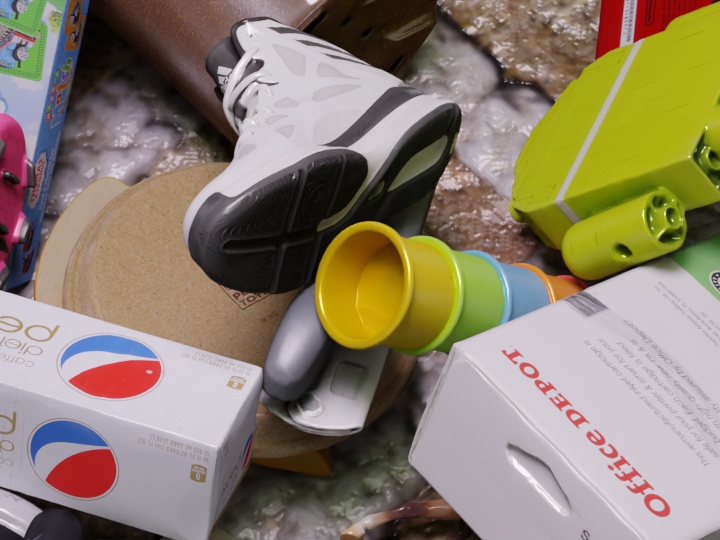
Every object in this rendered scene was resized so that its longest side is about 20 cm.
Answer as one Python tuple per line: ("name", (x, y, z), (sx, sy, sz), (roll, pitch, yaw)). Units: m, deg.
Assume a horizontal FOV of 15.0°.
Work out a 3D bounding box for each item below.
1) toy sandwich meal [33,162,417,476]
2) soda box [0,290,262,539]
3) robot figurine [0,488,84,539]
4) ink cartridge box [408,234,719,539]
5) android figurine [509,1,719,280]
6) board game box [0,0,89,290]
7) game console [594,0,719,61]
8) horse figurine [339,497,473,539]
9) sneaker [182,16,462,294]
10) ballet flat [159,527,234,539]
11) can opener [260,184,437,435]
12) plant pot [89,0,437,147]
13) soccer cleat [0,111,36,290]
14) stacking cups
("toy sandwich meal", (-0.069, 0.028, 1.406), (0.204, 0.070, 0.206), (6, 52, -7))
("soda box", (-0.151, 0.061, 1.291), (0.199, 0.064, 0.068), (15, 36, 10))
("robot figurine", (-0.194, 0.183, 1.248), (0.149, 0.126, 0.200), (-4, 25, 13))
("ink cartridge box", (0.143, 0.081, 1.307), (0.199, 0.085, 0.146), (-20, 55, -40))
("android figurine", (0.151, -0.071, 1.392), (0.041, 0.199, 0.183), (45, 51, -21))
("board game box", (-0.225, -0.108, 1.435), (0.150, 0.201, 0.037), (18, 18, 14))
("game console", (0.230, -0.122, 1.516), (0.171, 0.119, 0.201), (-14, 51, 31))
("horse figurine", (0.088, 0.135, 1.332), (0.132, 0.050, 0.200), (-31, 56, -30))
("sneaker", (-0.048, -0.058, 1.319), (0.115, 0.076, 0.200), (31, 32, 21))
("ballet flat", (-0.104, 0.199, 1.292), (0.069, 0.070, 0.201), (20, 61, 14))
("can opener", (0.000, 0.000, 1.359), (0.052, 0.067, 0.201), (17, 46, 4))
("plant pot", (-0.068, -0.180, 1.473), (0.200, 0.201, 0.198), (-36, 71, -19))
("soccer cleat", (-0.227, 0.012, 1.384), (0.086, 0.070, 0.201), (12, 84, 20))
("stacking cups", (0.062, 0.023, 1.342), (0.060, 0.199, 0.061), (-9, 75, 38))
